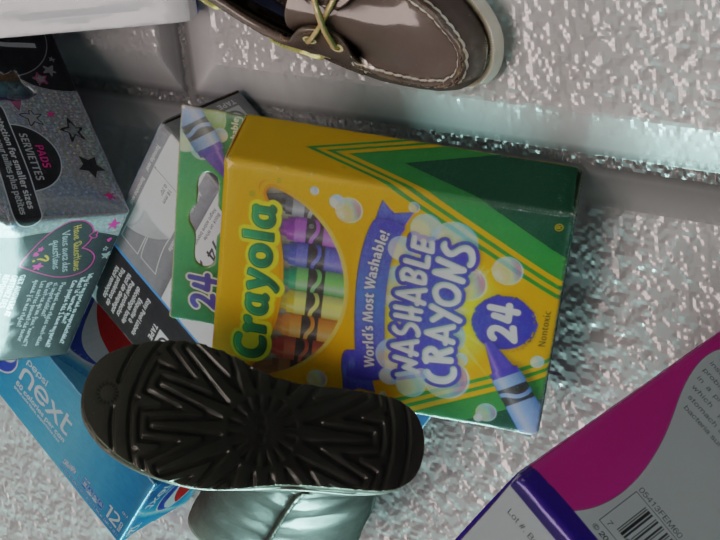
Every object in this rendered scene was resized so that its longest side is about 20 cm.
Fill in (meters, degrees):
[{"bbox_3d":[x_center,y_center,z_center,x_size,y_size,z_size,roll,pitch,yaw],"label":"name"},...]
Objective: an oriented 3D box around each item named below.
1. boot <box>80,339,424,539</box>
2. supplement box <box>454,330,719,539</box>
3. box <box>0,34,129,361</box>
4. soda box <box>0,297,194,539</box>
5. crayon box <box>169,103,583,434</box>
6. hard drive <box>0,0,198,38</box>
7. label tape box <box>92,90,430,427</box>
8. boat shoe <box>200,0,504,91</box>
[{"bbox_3d":[-0.065,0.101,1.035,0.180,0.073,0.200,16,164,-10],"label":"boot"},{"bbox_3d":[0.134,0.109,0.868,0.101,0.199,0.104,50,137,14],"label":"supplement box"},{"bbox_3d":[-0.227,-0.065,1.150,0.201,0.114,0.133,62,140,30],"label":"box"},{"bbox_3d":[-0.176,0.063,1.239,0.200,0.064,0.068,48,134,15],"label":"soda box"},{"bbox_3d":[0.000,0.000,0.981,0.198,0.052,0.127,10,121,6],"label":"crayon box"},{"bbox_3d":[-0.165,-0.228,1.070,0.131,0.025,0.202,-3,110,11],"label":"hard drive"},{"bbox_3d":[-0.050,0.025,1.101,0.200,0.063,0.145,48,135,16],"label":"label tape box"},{"bbox_3d":[-0.020,-0.137,0.995,0.199,0.059,0.072,32,128,29],"label":"boat shoe"}]
